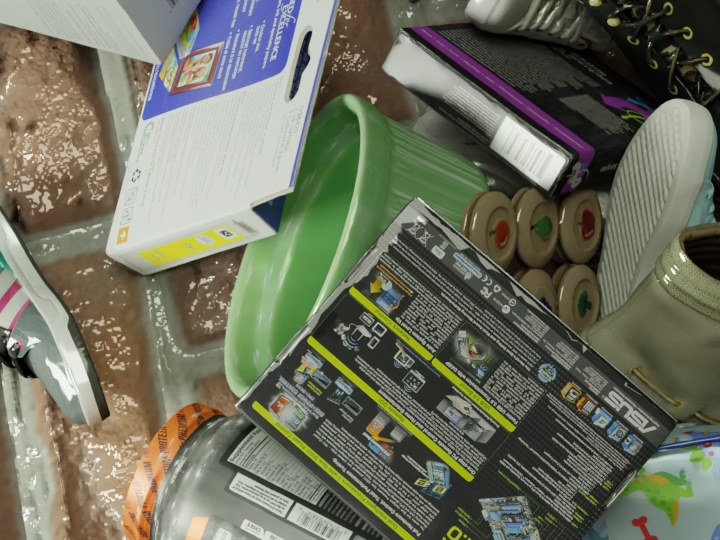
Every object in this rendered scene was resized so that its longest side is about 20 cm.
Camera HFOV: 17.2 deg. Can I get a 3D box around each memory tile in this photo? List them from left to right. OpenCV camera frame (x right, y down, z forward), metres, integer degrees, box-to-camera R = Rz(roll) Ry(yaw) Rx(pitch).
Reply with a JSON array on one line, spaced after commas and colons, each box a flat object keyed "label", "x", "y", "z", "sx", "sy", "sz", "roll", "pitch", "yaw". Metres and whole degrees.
[{"label": "memory tile", "x": 0.106, "y": 0.048, "z": 1.458, "sx": 0.017, "sy": 0.153, "sz": 0.201, "roll": 4, "pitch": 95, "yaw": 36}]

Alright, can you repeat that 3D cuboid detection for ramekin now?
[{"label": "ramekin", "x": 0.000, "y": 0.000, "z": 1.487, "sx": 0.097, "sy": 0.200, "sz": 0.201, "roll": 21, "pitch": 66, "yaw": -18}]

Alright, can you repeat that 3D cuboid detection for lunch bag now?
[{"label": "lunch bag", "x": 0.179, "y": 0.193, "z": 1.417, "sx": 0.160, "sy": 0.082, "sz": 0.201, "roll": -9, "pitch": 91, "yaw": 1}]

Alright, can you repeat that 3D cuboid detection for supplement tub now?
[{"label": "supplement tub", "x": -0.037, "y": 0.166, "z": 1.453, "sx": 0.200, "sy": 0.123, "sz": 0.123, "roll": 26, "pitch": 70, "yaw": 19}]

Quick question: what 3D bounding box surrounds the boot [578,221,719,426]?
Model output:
[{"label": "boot", "x": 0.234, "y": 0.043, "z": 1.442, "sx": 0.199, "sy": 0.155, "sz": 0.072, "roll": 13, "pitch": 48, "yaw": -26}]

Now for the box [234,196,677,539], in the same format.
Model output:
[{"label": "box", "x": 0.054, "y": 0.082, "z": 1.356, "sx": 0.200, "sy": 0.044, "sz": 0.160, "roll": 40, "pitch": 87, "yaw": 1}]

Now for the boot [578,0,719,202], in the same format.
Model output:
[{"label": "boot", "x": 0.197, "y": -0.137, "z": 1.513, "sx": 0.073, "sy": 0.154, "sz": 0.204, "roll": -37, "pitch": 40, "yaw": 22}]

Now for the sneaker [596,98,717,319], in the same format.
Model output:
[{"label": "sneaker", "x": 0.202, "y": -0.019, "z": 1.501, "sx": 0.082, "sy": 0.201, "sz": 0.074, "roll": -1, "pitch": 36, "yaw": -21}]

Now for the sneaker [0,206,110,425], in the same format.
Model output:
[{"label": "sneaker", "x": -0.254, "y": 0.041, "z": 1.547, "sx": 0.121, "sy": 0.084, "sz": 0.200, "roll": -29, "pitch": 59, "yaw": -14}]

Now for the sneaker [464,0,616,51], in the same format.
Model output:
[{"label": "sneaker", "x": 0.135, "y": -0.183, "z": 1.573, "sx": 0.085, "sy": 0.200, "sz": 0.073, "roll": 34, "pitch": 113, "yaw": 13}]

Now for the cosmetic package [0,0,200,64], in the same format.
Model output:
[{"label": "cosmetic package", "x": -0.202, "y": -0.224, "z": 1.638, "sx": 0.200, "sy": 0.081, "sz": 0.113, "roll": 18, "pitch": 68, "yaw": 33}]

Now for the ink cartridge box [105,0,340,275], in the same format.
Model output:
[{"label": "ink cartridge box", "x": -0.074, "y": -0.109, "z": 1.562, "sx": 0.200, "sy": 0.047, "sz": 0.198, "roll": -13, "pitch": 55, "yaw": 45}]

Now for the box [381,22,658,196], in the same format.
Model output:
[{"label": "box", "x": 0.120, "y": -0.109, "z": 1.541, "sx": 0.143, "sy": 0.200, "sz": 0.036, "roll": 38, "pitch": 116, "yaw": 21}]

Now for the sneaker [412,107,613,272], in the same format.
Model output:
[{"label": "sneaker", "x": 0.120, "y": -0.068, "z": 1.578, "sx": 0.199, "sy": 0.078, "sz": 0.100, "roll": 19, "pitch": 62, "yaw": 9}]
